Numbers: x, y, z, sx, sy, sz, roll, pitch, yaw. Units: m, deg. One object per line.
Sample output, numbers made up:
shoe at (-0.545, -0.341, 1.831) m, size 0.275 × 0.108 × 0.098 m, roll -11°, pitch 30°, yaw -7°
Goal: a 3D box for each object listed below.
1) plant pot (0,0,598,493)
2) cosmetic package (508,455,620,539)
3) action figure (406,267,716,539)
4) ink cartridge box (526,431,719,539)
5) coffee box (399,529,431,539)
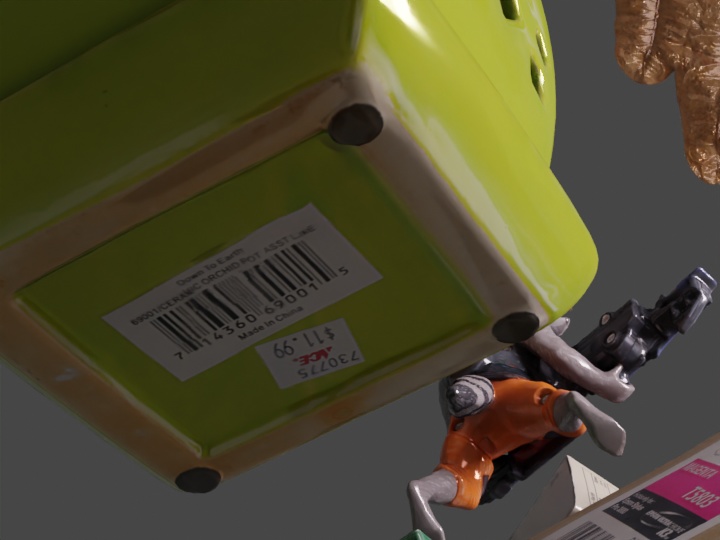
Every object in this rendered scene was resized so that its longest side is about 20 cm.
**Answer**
plant pot at (-0.045, -0.057, 0.530) m, size 0.199 × 0.198 × 0.183 m, roll 48°, pitch 22°, yaw -48°
cosmetic package at (0.189, 0.206, 1.008) m, size 0.199 × 0.074 × 0.104 m, roll 33°, pitch 11°, yaw -1°
action figure at (0.097, 0.053, 0.916) m, size 0.105 × 0.200 × 0.194 m, roll 43°, pitch 15°, yaw -10°
ink cartridge box at (0.175, 0.150, 0.852) m, size 0.076 × 0.164 × 0.200 m, roll 61°, pitch -5°, yaw -1°
coffee box at (0.067, 0.202, 0.729) m, size 0.200 × 0.044 × 0.124 m, roll 46°, pitch 17°, yaw -54°
